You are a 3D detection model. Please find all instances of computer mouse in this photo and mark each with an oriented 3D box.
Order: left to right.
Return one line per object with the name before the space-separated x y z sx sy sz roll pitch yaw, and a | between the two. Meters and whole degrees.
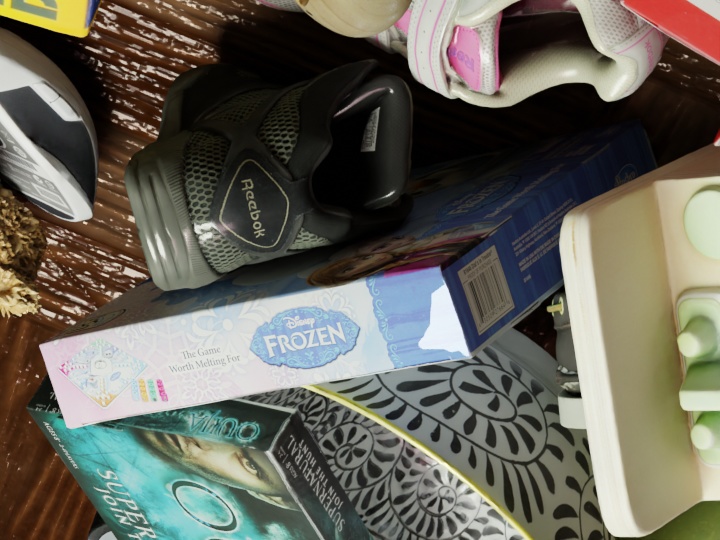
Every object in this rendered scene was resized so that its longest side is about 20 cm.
computer mouse | -0.169 -0.098 1.316 0.109 0.044 0.200 24 158 40

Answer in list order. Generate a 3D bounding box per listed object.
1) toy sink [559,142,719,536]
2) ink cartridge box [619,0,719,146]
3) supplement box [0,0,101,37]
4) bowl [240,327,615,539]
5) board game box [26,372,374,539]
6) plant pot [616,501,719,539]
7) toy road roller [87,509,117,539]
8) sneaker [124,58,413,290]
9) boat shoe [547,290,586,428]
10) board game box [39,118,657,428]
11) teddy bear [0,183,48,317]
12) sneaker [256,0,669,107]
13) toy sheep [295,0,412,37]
toy sink | 0.181 0.015 1.159 0.112 0.200 0.131 -3 102 36
ink cartridge box | 0.160 -0.149 1.068 0.067 0.116 0.200 31 140 -1
supplement box | -0.113 -0.200 1.052 0.109 0.201 0.109 17 142 2
bowl | 0.041 0.080 1.305 0.200 0.094 0.201 31 155 16
board game box | -0.050 0.123 1.333 0.135 0.028 0.200 7 143 34
plant pot | 0.218 0.135 1.361 0.190 0.201 0.200 -33 121 31
toy road roller | -0.031 0.088 1.431 0.199 0.123 0.146 19 141 0
sneaker | -0.028 -0.048 1.238 0.114 0.199 0.077 -12 101 6
boat shoe | 0.121 0.017 1.264 0.071 0.201 0.061 -6 99 13
board game box | 0.000 0.000 1.259 0.198 0.200 0.044 -13 102 32
teddy bear | -0.211 -0.050 1.338 0.145 0.067 0.200 37 164 22
sneaker | 0.036 -0.115 1.186 0.199 0.088 0.082 5 140 17
toy sheep | 0.006 -0.181 1.094 0.137 0.138 0.201 10 113 9
